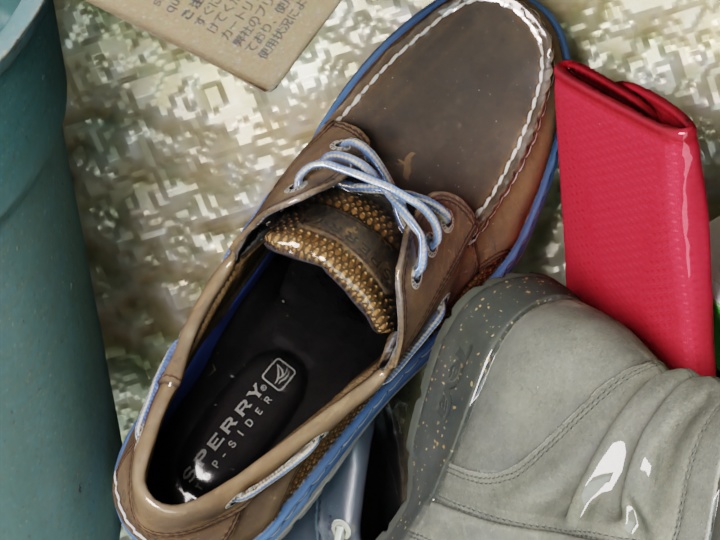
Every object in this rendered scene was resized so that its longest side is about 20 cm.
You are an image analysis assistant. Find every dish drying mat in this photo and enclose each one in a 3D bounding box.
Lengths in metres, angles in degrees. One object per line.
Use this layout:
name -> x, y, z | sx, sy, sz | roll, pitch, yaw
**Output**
dish drying mat -> 0.085, 0.042, 0.817 | 0.018, 0.077, 0.201 | -14, 114, -19

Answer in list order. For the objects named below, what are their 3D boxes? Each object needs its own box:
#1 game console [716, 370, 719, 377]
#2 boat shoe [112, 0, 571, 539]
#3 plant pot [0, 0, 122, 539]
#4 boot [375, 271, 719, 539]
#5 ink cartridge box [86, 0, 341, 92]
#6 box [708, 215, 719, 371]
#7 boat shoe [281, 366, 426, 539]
game console -> 0.134, 0.136, 0.896 | 0.199, 0.171, 0.118 | 3, 145, -1
boat shoe -> 0.000, 0.000, 0.797 | 0.072, 0.072, 0.200 | 30, 82, 6
plant pot -> -0.158, 0.008, 0.792 | 0.199, 0.201, 0.197 | -10, 126, 6
boot -> 0.054, 0.108, 0.768 | 0.068, 0.131, 0.201 | 4, 108, -36
ink cartridge box -> -0.037, -0.165, 0.670 | 0.164, 0.075, 0.200 | 26, 114, -30
box -> 0.217, 0.042, 0.816 | 0.176, 0.097, 0.200 | -32, 109, -3
boat shoe -> 0.008, 0.097, 0.866 | 0.062, 0.075, 0.201 | -4, 92, 34
